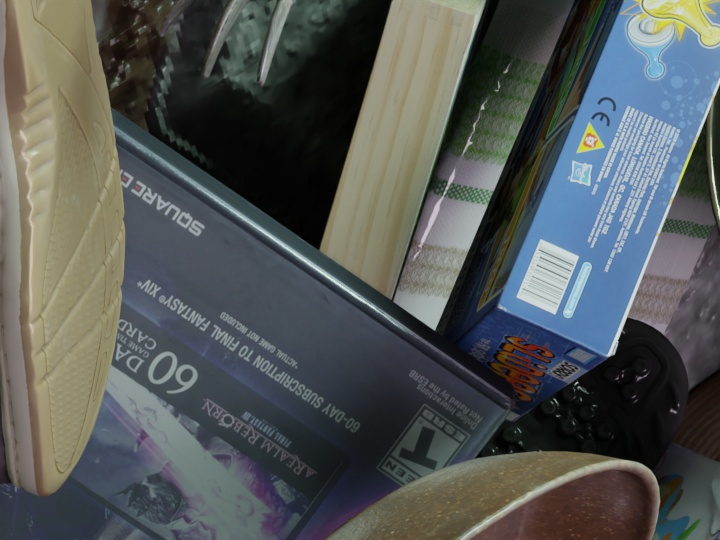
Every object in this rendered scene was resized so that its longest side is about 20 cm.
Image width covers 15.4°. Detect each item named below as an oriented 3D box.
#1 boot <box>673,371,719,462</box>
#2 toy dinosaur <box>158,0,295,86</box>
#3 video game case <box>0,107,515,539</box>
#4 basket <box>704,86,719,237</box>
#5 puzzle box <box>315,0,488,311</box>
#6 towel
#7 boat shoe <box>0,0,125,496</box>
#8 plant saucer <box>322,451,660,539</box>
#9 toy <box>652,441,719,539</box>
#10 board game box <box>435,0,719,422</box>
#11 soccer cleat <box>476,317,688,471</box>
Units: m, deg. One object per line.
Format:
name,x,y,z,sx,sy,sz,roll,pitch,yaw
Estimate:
boot,0.229,0.058,1.021,0.200,0.155,0.074,-44,138,-14
toy dinosaur,-0.002,-0.140,0.687,0.181,0.105,0.201,15,89,-6
video game case,-0.071,0.072,0.745,0.143,0.019,0.200,34,105,-6
basket,0.202,-0.038,0.913,0.200,0.136,0.181,32,72,-72
puzzle box,0.000,0.000,0.797,0.133,0.025,0.201,-66,174,-73
towel,0.071,-0.030,0.913,0.149,0.031,0.201,9,111,-44
boat shoe,-0.101,-0.034,0.662,0.072,0.065,0.201,-68,159,-54
plant saucer,0.000,0.118,0.730,0.200,0.037,0.201,-39,156,-21
toy,0.090,0.117,0.881,0.047,0.200,0.115,44,86,-5
board game box,0.078,-0.061,0.762,0.135,0.034,0.201,128,-14,-78
soccer cleat,0.033,0.093,0.918,0.200,0.068,0.073,-47,173,1
